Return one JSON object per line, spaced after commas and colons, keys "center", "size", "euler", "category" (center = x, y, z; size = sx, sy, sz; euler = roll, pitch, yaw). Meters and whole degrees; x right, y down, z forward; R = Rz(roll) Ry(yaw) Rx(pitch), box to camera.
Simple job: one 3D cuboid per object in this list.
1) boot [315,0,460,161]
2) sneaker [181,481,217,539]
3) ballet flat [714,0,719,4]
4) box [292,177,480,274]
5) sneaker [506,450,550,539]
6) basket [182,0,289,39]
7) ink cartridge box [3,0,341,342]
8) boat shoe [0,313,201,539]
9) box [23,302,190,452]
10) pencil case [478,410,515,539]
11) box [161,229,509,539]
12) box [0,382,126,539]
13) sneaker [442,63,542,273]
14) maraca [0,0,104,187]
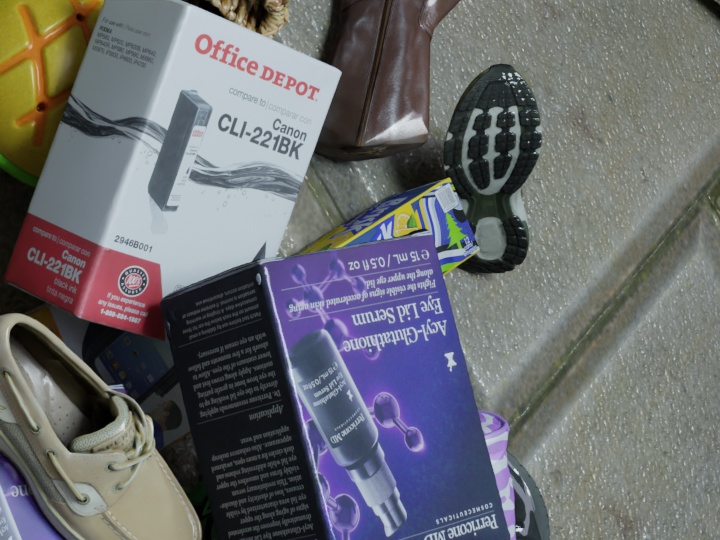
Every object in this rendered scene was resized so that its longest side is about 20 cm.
{"center": [0.058, -0.168, 1.567], "size": [0.064, 0.185, 0.201], "euler": [56, 37, -50], "category": "boot"}
{"center": [-0.045, 0.137, 1.421], "size": [0.200, 0.078, 0.086], "euler": [-35, 102, -46], "category": "sneaker"}
{"center": [0.340, -0.274, 1.989], "size": [0.200, 0.046, 0.068], "euler": [35, 23, -40], "category": "ballet flat"}
{"center": [0.000, 0.000, 1.519], "size": [0.200, 0.070, 0.065], "euler": [-32, 102, -47], "category": "box"}
{"center": [0.102, 0.218, 1.551], "size": [0.082, 0.073, 0.201], "euler": [-29, 97, -45], "category": "sneaker"}
{"center": [-0.143, -0.211, 1.389], "size": [0.200, 0.142, 0.150], "euler": [41, 50, -29], "category": "basket"}
{"center": [-0.114, -0.061, 1.288], "size": [0.144, 0.083, 0.201], "euler": [18, 92, -47], "category": "ink cartridge box"}
{"center": [-0.152, 0.101, 1.178], "size": [0.200, 0.065, 0.072], "euler": [50, 46, -23], "category": "boat shoe"}
{"center": [-0.139, 0.053, 1.381], "size": [0.200, 0.041, 0.120], "euler": [-30, 99, -45], "category": "box"}
{"center": [0.071, 0.199, 1.477], "size": [0.086, 0.083, 0.202], "euler": [-57, 148, -76], "category": "pencil case"}
{"center": [-0.015, 0.091, 1.245], "size": [0.147, 0.104, 0.201], "euler": [-12, 85, -44], "category": "box"}
{"center": [-0.209, 0.176, 1.219], "size": [0.147, 0.104, 0.201], "euler": [-2, 78, -47], "category": "box"}
{"center": [0.096, -0.092, 1.608], "size": [0.076, 0.201, 0.089], "euler": [-1, 46, -4], "category": "sneaker"}
{"center": [-0.208, -0.128, 1.322], "size": [0.199, 0.107, 0.138], "euler": [28, 71, -27], "category": "maraca"}
